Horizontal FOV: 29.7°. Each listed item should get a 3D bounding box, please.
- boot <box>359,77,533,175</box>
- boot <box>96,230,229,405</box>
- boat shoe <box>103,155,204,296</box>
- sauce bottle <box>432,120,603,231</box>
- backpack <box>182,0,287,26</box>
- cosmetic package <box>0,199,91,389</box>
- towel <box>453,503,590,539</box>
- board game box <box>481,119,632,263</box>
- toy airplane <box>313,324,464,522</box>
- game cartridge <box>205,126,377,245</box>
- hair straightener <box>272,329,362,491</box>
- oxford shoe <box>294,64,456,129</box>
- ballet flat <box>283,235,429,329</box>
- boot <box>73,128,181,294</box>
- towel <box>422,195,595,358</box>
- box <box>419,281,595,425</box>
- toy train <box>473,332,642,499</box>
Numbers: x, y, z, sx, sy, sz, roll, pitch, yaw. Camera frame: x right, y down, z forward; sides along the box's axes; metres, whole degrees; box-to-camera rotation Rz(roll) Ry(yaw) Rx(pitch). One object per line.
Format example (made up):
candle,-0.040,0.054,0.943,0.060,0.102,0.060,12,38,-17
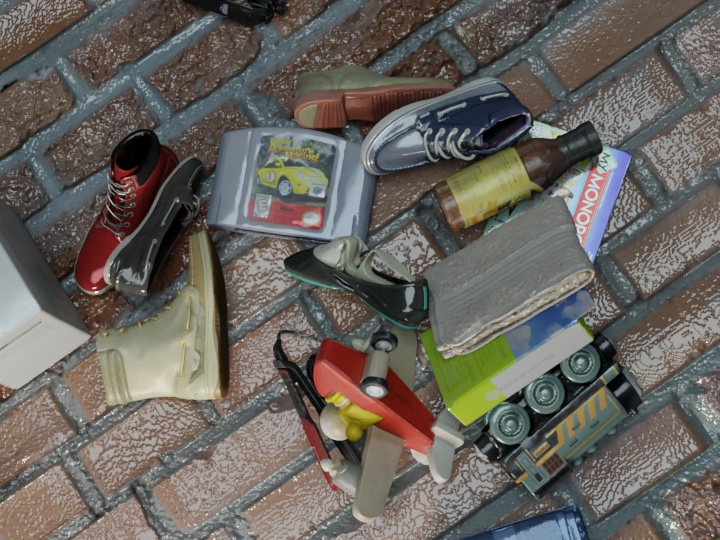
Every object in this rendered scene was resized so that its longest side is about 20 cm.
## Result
boot,0.100,-0.158,1.582,0.199,0.073,0.090,-29,36,-6
boot,-0.237,0.057,1.610,0.154,0.073,0.202,-5,82,7
boat shoe,-0.228,-0.049,1.607,0.057,0.067,0.201,24,59,13
sauce bottle,0.182,-0.112,1.564,0.198,0.066,0.067,-24,78,4
backpack,-0.185,-0.409,1.632,0.189,0.200,0.156,10,76,15
cosmetic package,-0.434,0.014,1.572,0.122,0.200,0.200,-34,78,-3
towel,0.167,0.343,1.522,0.198,0.049,0.113,-17,78,2
board game box,0.224,-0.064,1.598,0.133,0.029,0.202,20,83,11
toy airplane,0.022,0.163,1.523,0.140,0.199,0.201,-18,87,33
game cartridge,-0.081,-0.104,1.638,0.198,0.041,0.135,8,77,8
hair straightener,-0.042,0.154,1.593,0.076,0.041,0.201,-22,71,-20
oxford shoe,0.017,-0.220,1.631,0.198,0.071,0.074,-2,56,-5
ballet flat,0.000,0.000,1.574,0.199,0.068,0.069,23,111,26
boot,-0.290,-0.070,1.600,0.072,0.144,0.201,30,85,9
towel,0.159,0.006,1.522,0.199,0.034,0.133,-32,42,17
box,0.170,0.069,1.522,0.199,0.048,0.122,-35,41,13
toy train,0.225,0.164,1.535,0.200,0.085,0.114,-40,90,-4
